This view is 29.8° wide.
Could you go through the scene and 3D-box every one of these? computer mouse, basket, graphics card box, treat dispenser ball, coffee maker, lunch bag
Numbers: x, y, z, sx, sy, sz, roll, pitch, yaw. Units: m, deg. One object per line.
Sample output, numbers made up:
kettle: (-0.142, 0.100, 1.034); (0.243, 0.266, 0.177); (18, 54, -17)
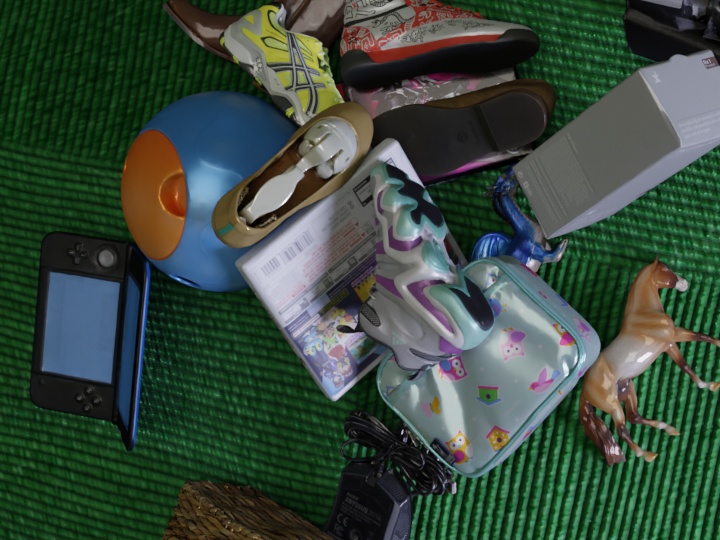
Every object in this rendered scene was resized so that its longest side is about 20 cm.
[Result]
computer mouse: (0.020, 0.253, 1.380); (0.138, 0.053, 0.200); (30, 109, 32)
basket: (-0.113, 0.316, 1.348); (0.200, 0.143, 0.149); (26, 94, 36)
graphics card box: (0.072, -0.151, 1.389); (0.200, 0.051, 0.126); (-13, 86, 11)
treat dispenser ball: (-0.139, -0.080, 1.358); (0.201, 0.201, 0.201); (0, 89, 13)
coffee maker: (0.357, -0.223, 1.274); (0.200, 0.192, 0.135); (29, 52, 29)
lunch bag: (0.115, 0.092, 1.308); (0.160, 0.077, 0.200); (45, 109, 13)

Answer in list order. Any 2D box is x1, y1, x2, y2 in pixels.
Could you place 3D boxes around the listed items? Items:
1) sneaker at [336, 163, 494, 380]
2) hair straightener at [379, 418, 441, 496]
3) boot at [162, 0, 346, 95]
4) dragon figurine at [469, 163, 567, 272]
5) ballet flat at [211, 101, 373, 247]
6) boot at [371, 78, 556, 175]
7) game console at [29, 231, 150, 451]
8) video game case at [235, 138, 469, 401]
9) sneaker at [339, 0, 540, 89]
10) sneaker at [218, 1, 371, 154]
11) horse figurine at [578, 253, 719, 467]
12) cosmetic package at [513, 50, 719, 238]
sneaker: (0.025, 0.009, 1.278); (0.140, 0.078, 0.200); (-38, 64, 27)
hair straightener: (0.066, 0.142, 1.398); (0.077, 0.041, 0.200); (19, 98, 12)
boot: (-0.084, -0.299, 1.419); (0.186, 0.064, 0.200); (35, 99, 0)
dragon figurine: (0.144, -0.006, 1.365); (0.099, 0.059, 0.200); (23, 99, 13)
ballet flat: (-0.051, -0.091, 1.253); (0.200, 0.063, 0.069); (-44, 97, -21)
boot: (0.099, -0.145, 1.331); (0.200, 0.075, 0.074); (-8, 114, 29)
game console: (-0.286, 0.070, 1.420); (0.171, 0.118, 0.200); (9, 98, 14)
video game case: (0.000, 0.000, 1.331); (0.200, 0.023, 0.182); (-40, 119, -15)
sneaker: (0.075, -0.250, 1.342); (0.201, 0.067, 0.108); (-7, 69, 18)
sneaker: (-0.055, -0.190, 1.346); (0.076, 0.075, 0.200); (-44, 78, 3)
horse figurine: (0.278, 0.100, 1.336); (0.133, 0.050, 0.200); (41, 104, 23)
cosmetic package: (0.248, -0.116, 1.260); (0.200, 0.107, 0.090); (-35, 77, 54)
